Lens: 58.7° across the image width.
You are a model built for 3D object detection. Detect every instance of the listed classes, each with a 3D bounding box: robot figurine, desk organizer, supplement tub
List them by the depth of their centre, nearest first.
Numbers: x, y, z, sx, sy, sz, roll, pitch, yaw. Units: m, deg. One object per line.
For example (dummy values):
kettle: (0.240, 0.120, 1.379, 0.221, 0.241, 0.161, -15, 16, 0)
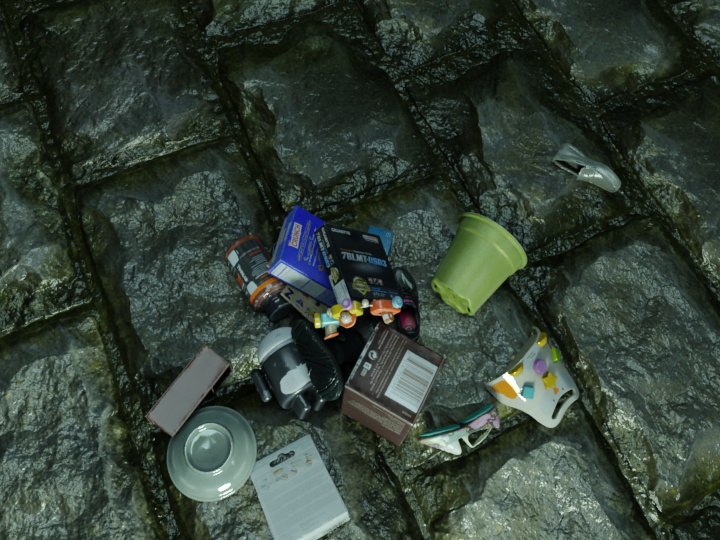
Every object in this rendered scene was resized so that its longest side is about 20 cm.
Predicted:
desk organizer: (-0.375, 0.270, 1.421, 0.076, 0.072, 0.201, 33, 66, 9)
robot figurine: (-0.152, 0.226, 1.434, 0.124, 0.149, 0.202, -41, 69, 22)
supplement tub: (-0.237, 0.020, 1.532, 0.106, 0.108, 0.202, -30, 69, -18)

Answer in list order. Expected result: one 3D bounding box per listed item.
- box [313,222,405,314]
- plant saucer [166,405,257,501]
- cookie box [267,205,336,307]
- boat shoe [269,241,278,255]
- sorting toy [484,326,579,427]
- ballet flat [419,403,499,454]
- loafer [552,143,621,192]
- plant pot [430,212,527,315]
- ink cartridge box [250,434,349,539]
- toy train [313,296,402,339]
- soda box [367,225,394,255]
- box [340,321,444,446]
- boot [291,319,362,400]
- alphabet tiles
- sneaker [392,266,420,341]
box: (0.000, 0.000, 1.461, 0.198, 0.049, 0.202, 11, 53, -49)
plant saucer: (-0.322, 0.386, 1.376, 0.194, 0.051, 0.205, 1, 62, -2)
cookie box: (-0.103, -0.029, 1.519, 0.198, 0.075, 0.174, 30, 49, -21)
boat shoe: (-0.149, 0.002, 1.572, 0.199, 0.063, 0.075, 42, 66, 10)
sorting toy: (0.425, 0.260, 1.496, 0.200, 0.107, 0.181, -44, 94, -22)
ballet flat: (0.229, 0.367, 1.436, 0.196, 0.069, 0.073, -20, 87, -14)
loafer: (0.623, -0.273, 1.773, 0.199, 0.070, 0.070, 37, 72, 21)
plant pot: (0.271, -0.003, 1.556, 0.199, 0.201, 0.185, 37, 78, 13)
ink cartridge box: (-0.136, 0.477, 1.369, 0.159, 0.051, 0.201, -24, 51, -14)
toy train: (-0.009, 0.105, 1.341, 0.148, 0.198, 0.057, 10, 64, -43)
soda box: (0.025, -0.005, 1.590, 0.066, 0.065, 0.204, 16, 63, 3)
box: (0.064, 0.250, 1.396, 0.162, 0.201, 0.168, 27, 64, 8)
boot: (-0.049, 0.191, 1.410, 0.166, 0.077, 0.202, 10, 38, -48)
alphabet tiles: (-0.127, 0.024, 1.527, 0.199, 0.008, 0.168, 42, 47, -10)
sneaker: (0.114, 0.079, 1.547, 0.075, 0.084, 0.205, -6, 65, -8)
